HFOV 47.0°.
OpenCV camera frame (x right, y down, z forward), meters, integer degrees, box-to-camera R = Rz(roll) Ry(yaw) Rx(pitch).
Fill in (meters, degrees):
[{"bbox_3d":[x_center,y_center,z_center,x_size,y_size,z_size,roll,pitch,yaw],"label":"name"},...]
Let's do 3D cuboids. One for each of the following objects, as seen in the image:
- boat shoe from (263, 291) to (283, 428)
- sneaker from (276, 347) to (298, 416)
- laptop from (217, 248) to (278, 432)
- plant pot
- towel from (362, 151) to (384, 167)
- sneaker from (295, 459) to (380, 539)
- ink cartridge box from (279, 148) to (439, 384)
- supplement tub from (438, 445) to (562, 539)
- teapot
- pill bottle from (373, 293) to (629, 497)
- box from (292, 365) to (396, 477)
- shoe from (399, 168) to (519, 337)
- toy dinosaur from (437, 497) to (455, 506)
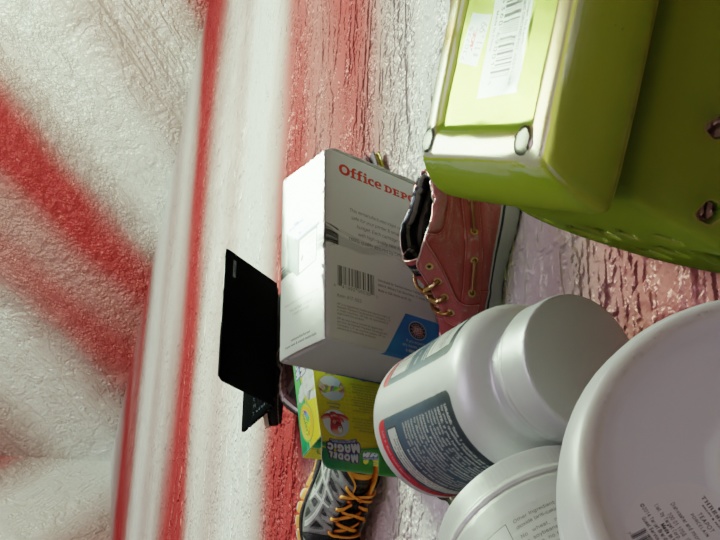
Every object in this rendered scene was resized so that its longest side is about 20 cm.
[{"bbox_3d":[-0.113,0.128,1.207,0.076,0.060,0.202,103,168,-75],"label":"boat shoe"},{"bbox_3d":[-0.063,0.105,1.076,0.200,0.075,0.116,-128,53,-62],"label":"sneaker"},{"bbox_3d":[-0.167,0.101,1.115,0.200,0.103,0.179,136,140,-53],"label":"laptop"},{"bbox_3d":[0.152,-0.111,0.463,0.199,0.180,0.202,-156,76,-68],"label":"plant pot"},{"bbox_3d":[-0.013,-0.036,1.035,0.201,0.023,0.144,-58,32,31],"label":"towel"},{"bbox_3d":[-0.017,0.243,0.908,0.077,0.078,0.202,3,86,59],"label":"sneaker"},{"bbox_3d":[0.000,0.000,0.834,0.086,0.146,0.202,-30,53,44],"label":"ink cartridge box"},{"bbox_3d":[0.133,0.211,0.457,0.200,0.131,0.133,-115,39,-56],"label":"supplement tub"},{"bbox_3d":[0.181,0.121,0.355,0.201,0.196,0.147,-63,-30,-31],"label":"teapot"},{"bbox_3d":[0.100,0.093,0.601,0.200,0.119,0.121,139,135,-58],"label":"pill bottle"},{"bbox_3d":[-0.008,0.126,0.864,0.048,0.117,0.201,-54,34,38],"label":"box"},{"bbox_3d":[0.075,0.013,0.730,0.071,0.090,0.202,-159,78,-68],"label":"shoe"},{"bbox_3d":[0.076,0.175,0.735,0.200,0.047,0.089,-119,28,-57],"label":"toy dinosaur"}]
